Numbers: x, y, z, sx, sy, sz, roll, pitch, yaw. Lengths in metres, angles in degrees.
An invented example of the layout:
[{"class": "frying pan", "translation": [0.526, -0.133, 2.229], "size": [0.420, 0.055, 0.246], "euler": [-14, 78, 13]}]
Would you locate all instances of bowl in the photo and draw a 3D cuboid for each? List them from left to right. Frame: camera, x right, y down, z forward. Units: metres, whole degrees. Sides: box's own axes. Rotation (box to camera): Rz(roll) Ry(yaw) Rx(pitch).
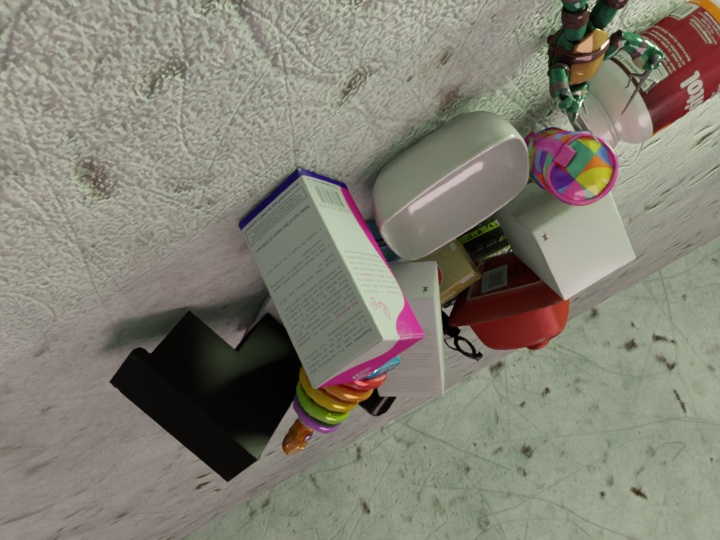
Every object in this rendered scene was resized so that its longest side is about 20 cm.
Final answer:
[{"class": "bowl", "translation": [0.105, -0.108, 0.791], "size": [0.198, 0.076, 0.200], "euler": [-32, 161, 8]}]

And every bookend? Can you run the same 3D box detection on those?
[{"class": "bookend", "translation": [-0.182, 0.127, 0.853], "size": [0.092, 0.199, 0.200], "euler": [-41, -169, 41]}]

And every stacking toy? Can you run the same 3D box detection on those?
[{"class": "stacking toy", "translation": [-0.047, 0.159, 0.812], "size": [0.115, 0.109, 0.202], "euler": [-5, 129, -61]}]

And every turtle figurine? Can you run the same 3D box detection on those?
[{"class": "turtle figurine", "translation": [0.237, -0.222, 0.663], "size": [0.149, 0.100, 0.201], "euler": [-40, 148, -15]}]

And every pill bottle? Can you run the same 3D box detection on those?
[{"class": "pill bottle", "translation": [0.358, -0.231, 0.791], "size": [0.198, 0.114, 0.113], "euler": [-33, 160, 11]}]

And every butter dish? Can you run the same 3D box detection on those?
[{"class": "butter dish", "translation": [0.264, 0.061, 1.041], "size": [0.196, 0.150, 0.201], "euler": [-15, -156, 29]}]

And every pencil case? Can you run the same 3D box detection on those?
[{"class": "pencil case", "translation": [0.249, -0.132, 0.794], "size": [0.088, 0.089, 0.200], "euler": [-33, -171, 10]}]

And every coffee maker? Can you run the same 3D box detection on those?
[{"class": "coffee maker", "translation": [0.066, 0.149, 1.104], "size": [0.134, 0.193, 0.201], "euler": [13, 119, -50]}]

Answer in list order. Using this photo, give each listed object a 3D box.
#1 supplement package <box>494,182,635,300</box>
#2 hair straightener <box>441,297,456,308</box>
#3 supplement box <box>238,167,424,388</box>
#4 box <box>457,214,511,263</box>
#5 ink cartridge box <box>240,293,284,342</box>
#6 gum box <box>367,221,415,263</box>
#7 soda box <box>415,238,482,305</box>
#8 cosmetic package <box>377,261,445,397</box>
[{"class": "supplement package", "translation": [0.281, -0.067, 0.931], "size": [0.116, 0.118, 0.201], "euler": [-30, -159, 4]}, {"class": "hair straightener", "translation": [0.210, 0.020, 1.191], "size": [0.197, 0.042, 0.077], "euler": [-21, 162, -9]}, {"class": "supplement box", "translation": [-0.031, 0.009, 0.689], "size": [0.103, 0.202, 0.101], "euler": [-37, 159, 23]}, {"class": "box", "translation": [0.188, -0.025, 1.156], "size": [0.197, 0.048, 0.194], "euler": [-25, 159, -12]}, {"class": "ink cartridge box", "translation": [-0.087, 0.077, 0.919], "size": [0.200, 0.118, 0.042], "euler": [-50, -164, 48]}, {"class": "gum box", "translation": [0.000, 0.000, 0.949], "size": [0.168, 0.045, 0.201], "euler": [-15, 155, -37]}, {"class": "soda box", "translation": [0.083, 0.035, 0.985], "size": [0.199, 0.068, 0.064], "euler": [-36, 161, 14]}, {"class": "cosmetic package", "translation": [0.064, 0.087, 0.901], "size": [0.099, 0.072, 0.203], "euler": [-1, 132, 11]}]
